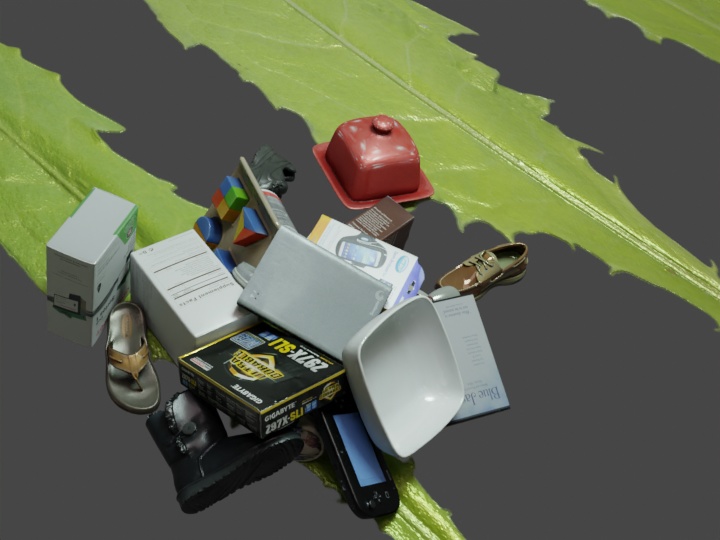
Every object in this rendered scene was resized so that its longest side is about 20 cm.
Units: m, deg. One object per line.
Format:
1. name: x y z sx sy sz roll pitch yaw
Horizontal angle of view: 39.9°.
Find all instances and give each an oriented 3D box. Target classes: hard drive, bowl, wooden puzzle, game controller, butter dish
1. hard drive: -0.068 0.040 1.510 0.199 0.033 0.140 30 74 -1
2. bowl: 0.056 0.155 1.477 0.074 0.201 0.200 -8 18 44
3. wooden puzzle: -0.217 -0.059 1.639 0.046 0.201 0.186 7 40 -41
4. game controller: -0.007 0.261 1.439 0.104 0.042 0.201 -2 62 -46
5. butter dish: 0.032 -0.232 1.903 0.198 0.148 0.201 -12 50 -22

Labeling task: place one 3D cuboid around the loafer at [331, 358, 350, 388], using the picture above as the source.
1. loafer: -0.019 0.154 1.566 0.068 0.076 0.201 -5 48 -25

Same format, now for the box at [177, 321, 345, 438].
1. box: -0.142 0.152 1.431 0.159 0.050 0.199 -21 32 -38

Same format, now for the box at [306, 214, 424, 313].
1. box: 0.000 0.000 1.594 0.199 0.042 0.119 26 56 7

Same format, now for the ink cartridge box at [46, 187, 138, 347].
1. ink cartridge box: -0.417 -0.002 1.539 0.084 0.201 0.147 21 46 4

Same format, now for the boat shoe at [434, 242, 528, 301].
1. boat shoe: 0.220 -0.004 1.776 0.199 0.074 0.076 -22 54 -30

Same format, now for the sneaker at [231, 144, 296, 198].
1. sneaker: -0.186 -0.157 1.835 0.090 0.076 0.200 30 49 7

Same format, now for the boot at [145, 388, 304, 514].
1. boot: -0.199 0.230 1.420 0.199 0.077 0.169 -29 56 -3

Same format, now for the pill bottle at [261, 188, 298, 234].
1. pill bottle: -0.156 -0.034 1.689 0.115 0.116 0.201 -12 51 -23

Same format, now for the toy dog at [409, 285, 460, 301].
1. toy dog: 0.062 0.074 1.658 0.198 0.096 0.133 13 68 -16

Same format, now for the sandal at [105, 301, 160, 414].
1. sandal: -0.351 0.127 1.521 0.081 0.055 0.201 -2 57 -14

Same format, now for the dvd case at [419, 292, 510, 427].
1. dvd case: 0.149 0.144 1.599 0.142 0.018 0.202 -11 75 -23

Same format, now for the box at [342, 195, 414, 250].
1. box: -0.001 -0.038 1.737 0.075 0.101 0.199 41 51 21

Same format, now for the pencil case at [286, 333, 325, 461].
1. pencil case: -0.096 0.187 1.513 0.089 0.078 0.201 21 42 -22

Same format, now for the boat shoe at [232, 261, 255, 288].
1. boat shoe: -0.106 0.036 1.558 0.201 0.065 0.074 29 3 7

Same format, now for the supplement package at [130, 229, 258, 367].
1. supplement package: -0.265 0.056 1.571 0.119 0.122 0.200 -24 56 -31
